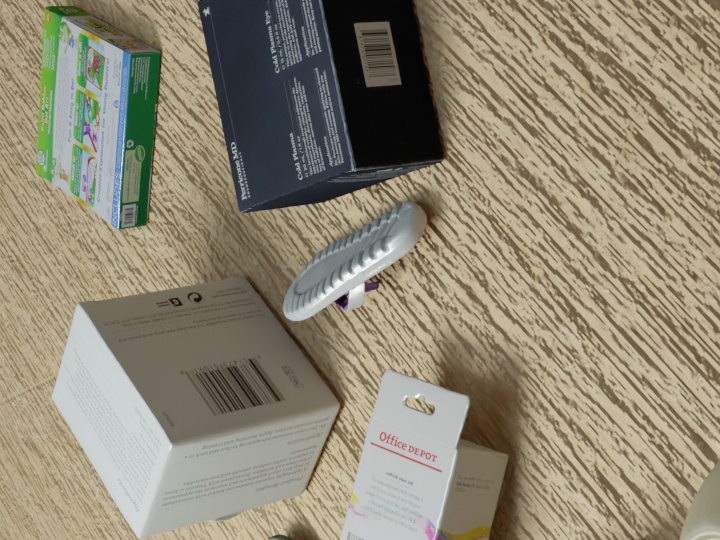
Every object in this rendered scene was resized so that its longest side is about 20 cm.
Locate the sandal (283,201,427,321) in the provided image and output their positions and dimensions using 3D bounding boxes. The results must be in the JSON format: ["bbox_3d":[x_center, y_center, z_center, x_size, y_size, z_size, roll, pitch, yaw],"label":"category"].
[{"bbox_3d":[-0.003,0.006,1.440,0.050,0.083,0.202,39,142,-17],"label":"sandal"}]

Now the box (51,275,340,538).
[{"bbox_3d":[-0.161,0.126,1.552,0.200,0.198,0.131,50,132,33],"label":"box"}]

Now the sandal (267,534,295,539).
[{"bbox_3d":[-0.058,0.360,1.585,0.080,0.057,0.203,-20,81,52],"label":"sandal"}]

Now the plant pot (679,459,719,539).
[{"bbox_3d":[0.281,0.192,1.031,0.200,0.133,0.202,26,122,50],"label":"plant pot"}]

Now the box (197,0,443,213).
[{"bbox_3d":[-0.038,-0.169,1.408,0.181,0.103,0.202,-14,86,52],"label":"box"}]

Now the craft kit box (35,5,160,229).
[{"bbox_3d":[-0.296,-0.173,1.793,0.197,0.048,0.202,30,120,43],"label":"craft kit box"}]

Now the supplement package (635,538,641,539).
[{"bbox_3d":[0.192,0.338,1.214,0.201,0.110,0.156,58,137,27],"label":"supplement package"}]

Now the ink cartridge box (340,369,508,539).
[{"bbox_3d":[0.053,0.196,1.361,0.117,0.067,0.202,16,92,50],"label":"ink cartridge box"}]
